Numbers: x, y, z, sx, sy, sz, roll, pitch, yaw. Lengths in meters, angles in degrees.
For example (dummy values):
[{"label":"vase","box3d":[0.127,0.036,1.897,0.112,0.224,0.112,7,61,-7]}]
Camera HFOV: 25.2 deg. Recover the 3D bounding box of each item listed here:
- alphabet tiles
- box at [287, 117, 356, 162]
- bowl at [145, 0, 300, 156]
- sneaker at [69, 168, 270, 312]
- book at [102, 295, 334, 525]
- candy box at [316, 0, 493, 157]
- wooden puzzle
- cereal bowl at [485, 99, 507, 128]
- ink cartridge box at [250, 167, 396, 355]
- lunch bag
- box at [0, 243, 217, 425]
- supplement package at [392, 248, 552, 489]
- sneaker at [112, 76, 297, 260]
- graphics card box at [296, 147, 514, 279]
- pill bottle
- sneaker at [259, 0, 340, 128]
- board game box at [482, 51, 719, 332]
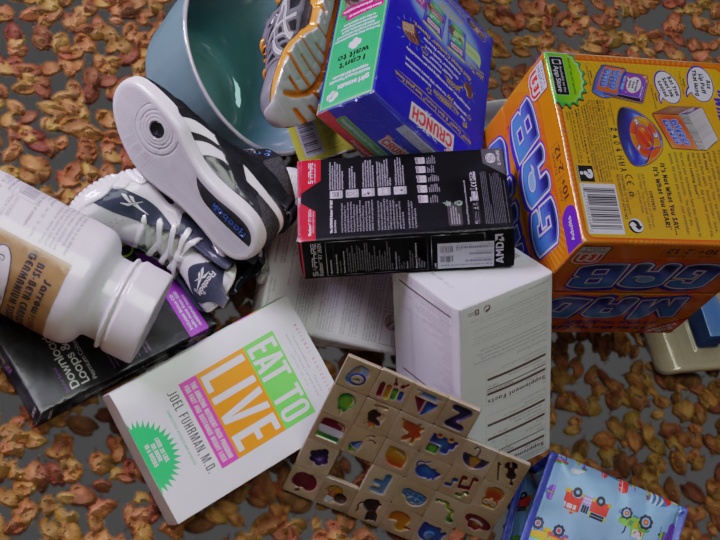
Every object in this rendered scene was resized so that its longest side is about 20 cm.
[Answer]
[{"label":"alphabet tiles","box3d":[0.048,0.178,1.489,0.198,0.168,0.008,23,30,-7]},{"label":"box","box3d":[0.011,-0.161,1.655,0.200,0.075,0.051,-31,103,-52]},{"label":"bowl","box3d":[-0.140,-0.195,1.624,0.200,0.104,0.203,28,52,-42]},{"label":"sneaker","box3d":[-0.171,-0.021,1.518,0.198,0.080,0.130,5,48,-37]},{"label":"book","box3d":[-0.124,0.127,1.496,0.199,0.048,0.135,-30,96,-26]},{"label":"candy box","box3d":[0.049,-0.192,1.592,0.169,0.077,0.202,40,44,-36]},{"label":"wooden puzzle","box3d":[0.391,0.016,1.758,0.198,0.046,0.187,-5,65,-21]},{"label":"cereal bowl","box3d":[0.162,-0.076,1.704,0.198,0.083,0.202,8,61,-15]},{"label":"ink cartridge box","box3d":[0.000,0.000,1.602,0.198,0.050,0.163,14,77,-14]},{"label":"lunch bag","box3d":[0.204,0.297,1.532,0.149,0.094,0.202,22,70,-8]},{"label":"box","box3d":[-0.255,0.041,1.524,0.199,0.036,0.144,-28,75,-29]},{"label":"supplement package","box3d":[0.105,0.082,1.518,0.109,0.202,0.114,-20,35,-27]},{"label":"sneaker","box3d":[-0.140,-0.107,1.514,0.201,0.073,0.112,51,36,0]},{"label":"graphics card box","box3d":[0.041,-0.055,1.492,0.198,0.051,0.126,-5,40,1]},{"label":"pill bottle","box3d":[-0.276,-0.001,1.450,0.199,0.115,0.115,27,58,-3]},{"label":"sneaker","box3d":[-0.064,-0.210,1.578,0.079,0.077,0.201,58,36,-36]},{"label":"board game box","box3d":[0.243,-0.070,1.564,0.198,0.200,0.202,1,64,-19]}]
